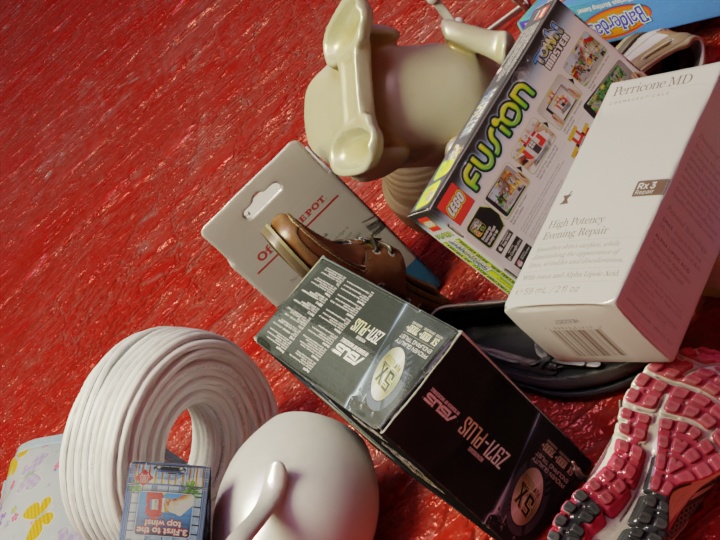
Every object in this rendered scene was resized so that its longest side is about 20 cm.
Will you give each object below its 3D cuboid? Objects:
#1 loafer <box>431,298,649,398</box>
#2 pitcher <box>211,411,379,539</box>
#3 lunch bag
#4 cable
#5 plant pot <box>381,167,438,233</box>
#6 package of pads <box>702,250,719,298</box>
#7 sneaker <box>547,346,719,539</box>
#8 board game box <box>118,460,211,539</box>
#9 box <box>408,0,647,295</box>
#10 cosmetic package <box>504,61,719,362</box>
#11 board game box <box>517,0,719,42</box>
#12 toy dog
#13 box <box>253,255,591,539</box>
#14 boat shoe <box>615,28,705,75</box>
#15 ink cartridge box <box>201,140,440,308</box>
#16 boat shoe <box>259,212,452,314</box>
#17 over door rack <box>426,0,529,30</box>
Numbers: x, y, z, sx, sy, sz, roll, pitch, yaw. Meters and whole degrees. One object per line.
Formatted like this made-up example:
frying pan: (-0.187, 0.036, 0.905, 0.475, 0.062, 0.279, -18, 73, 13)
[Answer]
loafer: (0.133, 0.050, 0.981, 0.200, 0.063, 0.072, -6, 49, 46)
pitcher: (-0.059, 0.193, 0.949, 0.121, 0.172, 0.200, 7, 54, 13)
lunch bag: (-0.254, 0.238, 1.167, 0.199, 0.127, 0.170, -12, 47, 30)
cable: (-0.150, 0.147, 1.078, 0.069, 0.200, 0.200, 4, 50, 36)
plant pot: (0.087, -0.140, 1.224, 0.201, 0.093, 0.201, -29, 35, 23)
package of pads: (0.263, -0.059, 0.949, 0.200, 0.068, 0.155, 11, 63, 53)
sneaker: (0.179, 0.129, 0.836, 0.081, 0.075, 0.200, 38, 69, 19)
board game box: (-0.145, 0.277, 0.936, 0.061, 0.200, 0.200, 5, 41, -2)
box: (0.132, -0.090, 0.986, 0.200, 0.110, 0.035, -58, 16, -17)
cosmetic package: (0.186, -0.038, 0.882, 0.102, 0.074, 0.200, -5, 51, 50)
board game box: (0.258, -0.263, 1.178, 0.200, 0.045, 0.152, -5, 36, 46)
toy dog: (0.066, -0.124, 1.080, 0.194, 0.199, 0.140, 136, 130, -61)
box: (0.040, 0.092, 0.948, 0.086, 0.164, 0.200, -50, 32, -8)
boat shoe: (0.213, -0.122, 1.072, 0.068, 0.075, 0.200, -3, 50, 55)
ink cartridge box: (-0.040, -0.021, 1.134, 0.116, 0.200, 0.067, -43, 31, 3)
boat shoe: (0.000, 0.000, 1.063, 0.068, 0.200, 0.072, -46, 44, 5)
over door rack: (0.079, -0.247, 1.292, 0.148, 0.067, 0.200, -36, -5, 17)
